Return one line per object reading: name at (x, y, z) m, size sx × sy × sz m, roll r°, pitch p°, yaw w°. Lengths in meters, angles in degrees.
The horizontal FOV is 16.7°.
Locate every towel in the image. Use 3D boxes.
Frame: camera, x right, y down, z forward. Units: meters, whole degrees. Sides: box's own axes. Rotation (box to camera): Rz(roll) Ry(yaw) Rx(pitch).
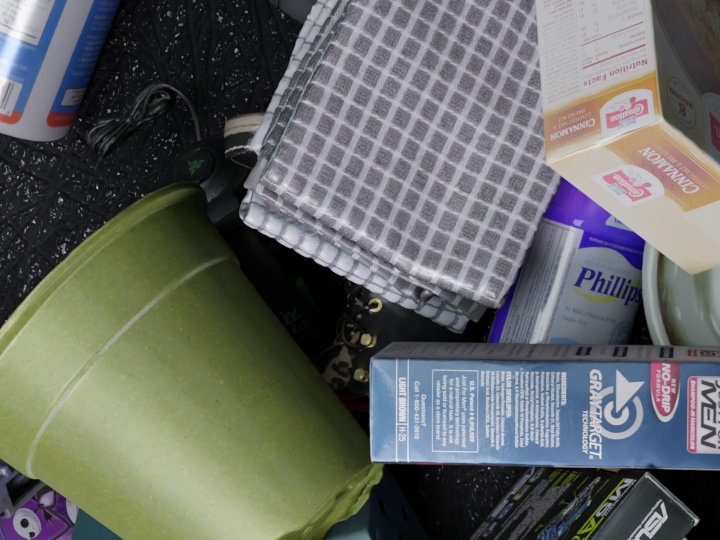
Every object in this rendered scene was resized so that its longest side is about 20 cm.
towel at (0.039, -0.085, 1.369) m, size 0.201 × 0.165 × 0.086 m, roll -66°, pitch 19°, yaw -14°

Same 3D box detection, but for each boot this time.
boot at (0.000, 0.000, 1.431) m, size 0.073 × 0.199 × 0.151 m, roll -11°, pitch 62°, yaw 65°

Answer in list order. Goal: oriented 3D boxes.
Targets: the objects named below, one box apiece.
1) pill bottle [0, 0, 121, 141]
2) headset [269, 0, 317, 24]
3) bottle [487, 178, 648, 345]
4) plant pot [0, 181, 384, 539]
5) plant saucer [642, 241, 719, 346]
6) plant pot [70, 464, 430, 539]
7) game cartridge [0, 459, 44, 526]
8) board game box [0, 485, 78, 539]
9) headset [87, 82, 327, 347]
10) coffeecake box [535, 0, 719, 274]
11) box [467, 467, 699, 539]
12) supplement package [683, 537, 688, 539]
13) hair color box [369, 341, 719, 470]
pill bottle at (-0.207, -0.196, 1.596) m, size 0.112 × 0.112 × 0.201 m, roll 32°, pitch 107°, yaw 25°
headset at (-0.019, -0.213, 1.476) m, size 0.200 × 0.123 × 0.094 m, roll 47°, pitch 137°, yaw 36°
bottle at (0.133, -0.017, 1.420) m, size 0.065 × 0.083 × 0.201 m, roll 21°, pitch 95°, yaw 45°
plant pot at (-0.094, 0.088, 1.368) m, size 0.190 × 0.200 × 0.200 m, roll 44°, pitch 113°, yaw 11°
plant saucer at (0.257, 0.005, 1.369) m, size 0.199 × 0.050 × 0.201 m, roll 2°, pitch 95°, yaw 30°
plant pot at (-0.062, 0.198, 1.495) m, size 0.199 × 0.142 × 0.142 m, roll -21°, pitch 118°, yaw 17°
game cartridge at (-0.239, 0.111, 1.585) m, size 0.129 × 0.200 × 0.039 m, roll -2°, pitch 114°, yaw 28°
board game box at (-0.179, 0.221, 1.599) m, size 0.032 × 0.120 × 0.201 m, roll -37°, pitch 74°, yaw 52°
headset at (-0.093, -0.032, 1.523) m, size 0.094 × 0.124 × 0.200 m, roll -32°, pitch 66°, yaw 3°
coffeecake box at (0.162, -0.122, 1.316) m, size 0.073 × 0.153 × 0.201 m, roll -20°, pitch 57°, yaw 31°
box at (0.079, 0.193, 1.353) m, size 0.048 × 0.193 × 0.200 m, roll 43°, pitch 78°, yaw -11°
supplement package at (0.132, 0.253, 1.350) m, size 0.114 × 0.109 × 0.200 m, roll 43°, pitch 73°, yaw -8°
hair color box at (0.109, 0.073, 1.335) m, size 0.199 × 0.100 × 0.061 m, roll 0°, pitch 94°, yaw 8°
